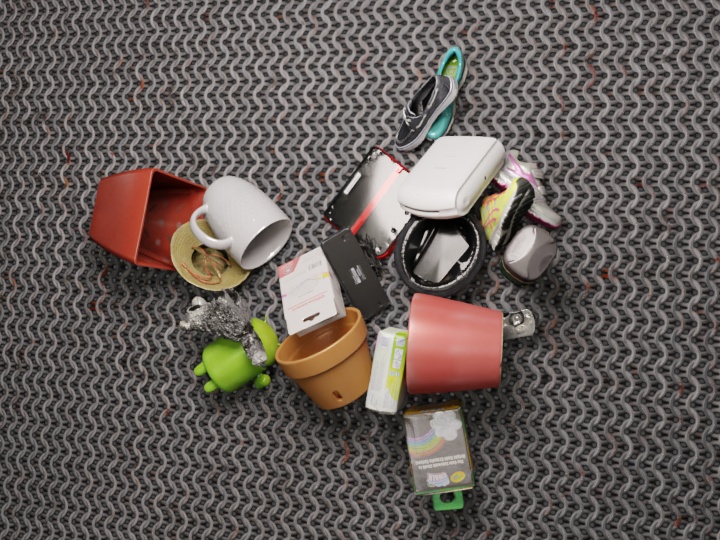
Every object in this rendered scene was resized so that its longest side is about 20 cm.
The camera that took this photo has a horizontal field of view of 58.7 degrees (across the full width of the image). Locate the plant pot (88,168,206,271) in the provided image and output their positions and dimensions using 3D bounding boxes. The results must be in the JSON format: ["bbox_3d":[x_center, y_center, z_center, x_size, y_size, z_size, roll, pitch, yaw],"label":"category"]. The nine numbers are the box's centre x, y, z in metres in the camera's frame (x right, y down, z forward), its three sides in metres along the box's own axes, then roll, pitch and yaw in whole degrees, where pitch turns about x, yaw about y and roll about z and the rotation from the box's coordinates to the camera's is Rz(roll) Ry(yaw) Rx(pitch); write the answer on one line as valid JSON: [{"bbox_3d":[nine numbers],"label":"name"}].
[{"bbox_3d":[-0.484,-0.115,1.427,0.173,0.199,0.204,10,88,22],"label":"plant pot"}]

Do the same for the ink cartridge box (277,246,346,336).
[{"bbox_3d":[-0.101,0.057,1.344,0.115,0.068,0.202,-24,44,9],"label":"ink cartridge box"}]

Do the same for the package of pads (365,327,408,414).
[{"bbox_3d":[0.062,0.199,1.288,0.067,0.200,0.158,10,88,10],"label":"package of pads"}]

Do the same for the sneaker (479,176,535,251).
[{"bbox_3d":[0.279,-0.125,1.282,0.077,0.201,0.091,-26,65,-23],"label":"sneaker"}]

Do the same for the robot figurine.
[{"bbox_3d":[-0.262,0.185,1.395,0.198,0.116,0.177,-34,87,6],"label":"robot figurine"}]

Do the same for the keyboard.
[{"bbox_3d":[0.000,0.000,1.381,0.103,0.040,0.202,-28,105,1],"label":"keyboard"}]

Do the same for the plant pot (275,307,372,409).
[{"bbox_3d":[-0.059,0.189,1.325,0.197,0.201,0.142,-24,107,8],"label":"plant pot"}]

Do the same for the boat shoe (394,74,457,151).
[{"bbox_3d":[0.119,-0.327,1.331,0.200,0.067,0.073,-43,56,45],"label":"boat shoe"}]

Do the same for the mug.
[{"bbox_3d":[-0.274,-0.107,1.381,0.175,0.199,0.149,45,134,17],"label":"mug"}]

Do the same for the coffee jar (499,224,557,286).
[{"bbox_3d":[0.326,-0.027,1.252,0.085,0.200,0.105,37,94,11],"label":"coffee jar"}]

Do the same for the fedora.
[{"bbox_3d":[0.167,-0.037,1.338,0.196,0.092,0.205,-1,83,8],"label":"fedora"}]

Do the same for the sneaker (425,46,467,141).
[{"bbox_3d":[0.173,-0.379,1.366,0.076,0.080,0.204,16,90,11],"label":"sneaker"}]

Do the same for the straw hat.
[{"bbox_3d":[-0.340,-0.012,1.429,0.201,0.201,0.086,41,134,10],"label":"straw hat"}]

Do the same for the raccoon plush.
[{"bbox_3d":[-0.292,0.132,1.313,0.133,0.097,0.202,-34,60,12],"label":"raccoon plush"}]

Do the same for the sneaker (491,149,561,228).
[{"bbox_3d":[0.348,-0.173,1.318,0.088,0.081,0.200,-43,81,7],"label":"sneaker"}]

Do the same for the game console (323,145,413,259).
[{"bbox_3d":[0.038,-0.146,1.406,0.176,0.031,0.201,39,94,14],"label":"game console"}]

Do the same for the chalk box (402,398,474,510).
[{"bbox_3d":[0.164,0.378,1.298,0.122,0.124,0.204,-9,86,9],"label":"chalk box"}]

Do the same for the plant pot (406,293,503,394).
[{"bbox_3d":[0.186,0.146,1.242,0.174,0.200,0.205,2,87,12],"label":"plant pot"}]

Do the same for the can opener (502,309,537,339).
[{"bbox_3d":[0.269,0.120,1.335,0.197,0.067,0.054,-12,89,23],"label":"can opener"}]

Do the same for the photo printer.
[{"bbox_3d":[0.176,-0.185,1.288,0.165,0.070,0.201,13,55,44],"label":"photo printer"}]
